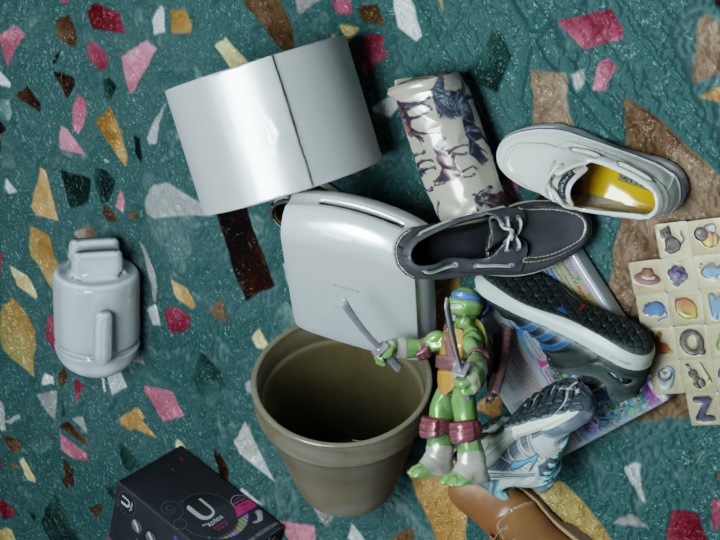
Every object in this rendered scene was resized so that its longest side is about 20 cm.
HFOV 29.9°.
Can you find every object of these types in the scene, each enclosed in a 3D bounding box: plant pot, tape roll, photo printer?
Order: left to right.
[{"bbox_3d":[-0.091,-0.153,1.422,0.202,0.202,0.140,-9,102,41],"label":"tape roll"},{"bbox_3d":[-0.020,0.180,1.523,0.200,0.200,0.174,28,139,28],"label":"plant pot"},{"bbox_3d":[0.000,0.000,1.430,0.166,0.070,0.200,16,143,16],"label":"photo printer"}]

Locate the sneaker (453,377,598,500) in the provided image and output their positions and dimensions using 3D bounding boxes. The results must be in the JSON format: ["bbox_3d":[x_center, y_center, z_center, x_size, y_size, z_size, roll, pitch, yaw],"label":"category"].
[{"bbox_3d":[0.186,0.179,1.391,0.086,0.078,0.200,50,139,-2],"label":"sneaker"}]

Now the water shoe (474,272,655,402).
[{"bbox_3d":[0.191,0.064,1.332,0.200,0.071,0.079,29,126,29],"label":"water shoe"}]

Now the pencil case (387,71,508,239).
[{"bbox_3d":[0.092,-0.109,1.370,0.089,0.078,0.201,-13,99,56],"label":"pencil case"}]

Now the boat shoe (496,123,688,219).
[{"bbox_3d":[0.208,-0.089,1.287,0.199,0.070,0.071,21,120,32],"label":"boat shoe"}]

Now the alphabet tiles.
[{"bbox_3d":[0.340,0.048,1.262,0.166,0.006,0.201,-7,99,37],"label":"alphabet tiles"}]

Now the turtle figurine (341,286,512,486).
[{"bbox_3d":[0.065,0.115,1.349,0.143,0.200,0.195,-1,91,26],"label":"turtle figurine"}]

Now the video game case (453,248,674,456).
[{"bbox_3d":[0.202,0.082,1.394,0.182,0.024,0.200,-38,81,42],"label":"video game case"}]

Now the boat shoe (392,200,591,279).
[{"bbox_3d":[0.132,-0.026,1.301,0.199,0.063,0.073,-8,94,-4],"label":"boat shoe"}]

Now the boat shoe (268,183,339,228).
[{"bbox_3d":[-0.011,-0.041,1.492,0.199,0.068,0.072,25,121,26],"label":"boat shoe"}]

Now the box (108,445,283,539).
[{"bbox_3d":[-0.219,0.344,1.782,0.200,0.122,0.106,32,125,26],"label":"box"}]

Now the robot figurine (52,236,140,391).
[{"bbox_3d":[-0.348,0.057,1.779,0.170,0.112,0.201,-117,28,-61],"label":"robot figurine"}]

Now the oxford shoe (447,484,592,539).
[{"bbox_3d":[0.168,0.284,1.472,0.200,0.071,0.072,30,126,29],"label":"oxford shoe"}]
